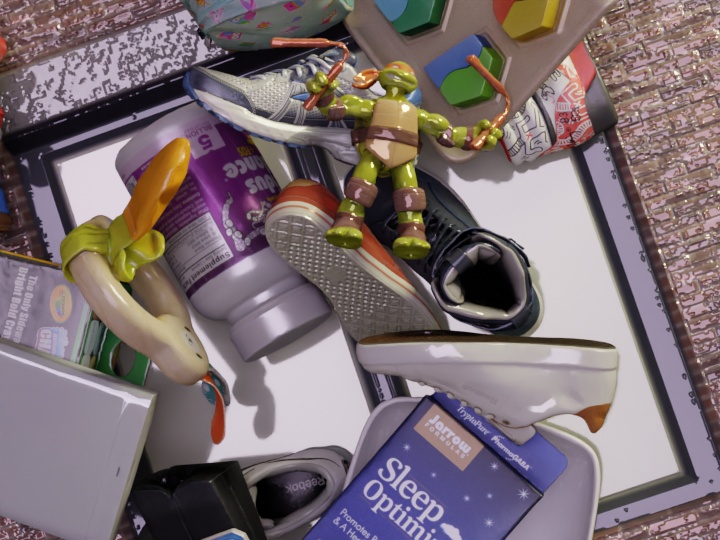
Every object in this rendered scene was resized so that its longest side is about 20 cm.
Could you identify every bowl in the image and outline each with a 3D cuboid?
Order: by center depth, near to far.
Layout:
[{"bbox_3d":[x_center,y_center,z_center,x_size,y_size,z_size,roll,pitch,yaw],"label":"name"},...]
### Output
[{"bbox_3d":[0.084,0.208,1.588,0.200,0.075,0.200,14,89,8],"label":"bowl"}]

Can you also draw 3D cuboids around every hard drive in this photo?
[{"bbox_3d":[-0.270,0.125,1.545,0.200,0.026,0.132,19,99,7],"label":"hard drive"}]

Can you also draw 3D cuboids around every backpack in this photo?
[{"bbox_3d":[-0.077,-0.244,1.575,0.167,0.200,0.127,-26,83,5],"label":"backpack"}]

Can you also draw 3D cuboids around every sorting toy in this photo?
[{"bbox_3d":[0.091,-0.214,1.580,0.200,0.036,0.185,-46,61,21],"label":"sorting toy"}]

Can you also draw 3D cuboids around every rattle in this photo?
[{"bbox_3d":[-0.125,0.017,1.539,0.143,0.130,0.200,-41,93,-2],"label":"rattle"}]

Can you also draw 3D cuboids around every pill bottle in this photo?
[{"bbox_3d":[-0.107,-0.031,1.609,0.112,0.112,0.200,-31,84,5],"label":"pill bottle"}]

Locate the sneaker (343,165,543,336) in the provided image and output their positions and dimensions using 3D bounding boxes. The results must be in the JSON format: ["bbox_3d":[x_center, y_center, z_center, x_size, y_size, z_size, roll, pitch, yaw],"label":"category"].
[{"bbox_3d":[0.061,-0.026,1.571,0.202,0.146,0.077,40,94,10],"label":"sneaker"}]

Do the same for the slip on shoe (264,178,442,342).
[{"bbox_3d":[0.000,0.000,1.576,0.074,0.061,0.200,-25,126,31],"label":"slip on shoe"}]

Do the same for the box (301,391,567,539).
[{"bbox_3d":[0.054,0.185,1.543,0.121,0.032,0.200,41,91,9],"label":"box"}]

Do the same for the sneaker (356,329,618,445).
[{"bbox_3d":[0.094,0.091,1.513,0.200,0.073,0.085,5,98,4],"label":"sneaker"}]

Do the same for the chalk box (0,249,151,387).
[{"bbox_3d":[-0.264,0.054,1.622,0.200,0.124,0.125,14,88,7],"label":"chalk box"}]

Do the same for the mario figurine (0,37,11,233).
[{"bbox_3d":[-0.352,-0.126,1.654,0.123,0.106,0.200,-7,87,9],"label":"mario figurine"}]

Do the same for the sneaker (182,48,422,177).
[{"bbox_3d":[-0.042,-0.139,1.563,0.200,0.077,0.085,15,97,-20],"label":"sneaker"}]

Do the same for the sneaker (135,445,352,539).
[{"bbox_3d":[-0.101,0.196,1.608,0.200,0.089,0.074,-27,85,7],"label":"sneaker"}]

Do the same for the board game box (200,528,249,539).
[{"bbox_3d":[-0.132,0.319,1.552,0.200,0.026,0.200,-23,103,24],"label":"board game box"}]

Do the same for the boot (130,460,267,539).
[{"bbox_3d":[-0.136,0.254,1.572,0.165,0.066,0.200,-16,110,21],"label":"boot"}]

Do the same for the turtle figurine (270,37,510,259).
[{"bbox_3d":[0.012,-0.096,1.513,0.200,0.064,0.161,13,76,-21],"label":"turtle figurine"}]

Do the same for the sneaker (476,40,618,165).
[{"bbox_3d":[0.120,-0.186,1.611,0.108,0.067,0.201,-25,86,3],"label":"sneaker"}]
